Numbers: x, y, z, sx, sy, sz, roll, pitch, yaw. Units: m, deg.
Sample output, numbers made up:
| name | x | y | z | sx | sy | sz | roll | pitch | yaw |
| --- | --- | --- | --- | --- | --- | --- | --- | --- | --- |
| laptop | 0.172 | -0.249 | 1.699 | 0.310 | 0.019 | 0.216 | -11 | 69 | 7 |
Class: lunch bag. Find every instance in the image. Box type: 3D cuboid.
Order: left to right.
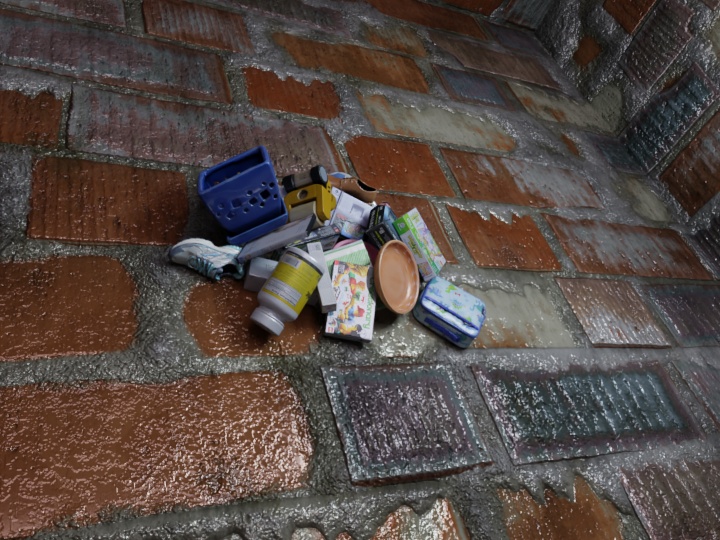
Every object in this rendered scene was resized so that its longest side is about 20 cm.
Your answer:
| name | x | y | z | sx | sy | sz | roll | pitch | yaw |
| --- | --- | --- | --- | --- | --- | --- | --- | --- | --- |
| lunch bag | 0.260 | 0.120 | 1.780 | 0.199 | 0.083 | 0.161 | 33 | 44 | 3 |

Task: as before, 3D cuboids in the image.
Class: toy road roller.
| name | x | y | z | sx | sy | sz | roll | pitch | yaw |
| --- | --- | --- | --- | --- | --- | --- | --- | --- | --- |
| toy road roller | -0.131 | -0.185 | 1.730 | 0.146 | 0.122 | 0.202 | 46 | 35 | -53 |

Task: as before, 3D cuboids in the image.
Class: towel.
| name | x | y | z | sx | sy | sz | roll | pitch | yaw |
| --- | --- | --- | --- | --- | --- | --- | --- | --- | --- |
| towel | -0.024 | 0.028 | 1.668 | 0.151 | 0.023 | 0.202 | -18 | 77 | -20 |

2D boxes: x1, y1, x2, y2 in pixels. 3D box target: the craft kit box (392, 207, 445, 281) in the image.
| name | x | y | z | sx | sy | sz | roll | pitch | yaw |
| --- | --- | --- | --- | --- | --- | --- | --- | --- | --- |
| craft kit box | 0.179 | -0.082 | 1.847 | 0.198 | 0.048 | 0.200 | 57 | 20 | -3 |

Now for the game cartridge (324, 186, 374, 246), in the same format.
| name | x | y | z | sx | sy | sz | roll | pitch | yaw |
| --- | --- | --- | --- | --- | --- | --- | --- | --- | --- |
| game cartridge | -0.022 | -0.151 | 1.850 | 0.199 | 0.038 | 0.131 | 25 | 70 | -18 |

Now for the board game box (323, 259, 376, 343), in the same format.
| name | x | y | z | sx | sy | sz | roll | pitch | yaw |
| --- | --- | --- | --- | --- | --- | --- | --- | --- | --- |
| board game box | -0.023 | 0.081 | 1.619 | 0.125 | 0.035 | 0.202 | 11 | 69 | -12 |

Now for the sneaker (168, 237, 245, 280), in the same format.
| name | x | y | z | sx | sy | sz | roll | pitch | yaw |
| --- | --- | --- | --- | --- | --- | --- | --- | --- | --- |
| sneaker | -0.380 | -0.023 | 1.547 | 0.198 | 0.078 | 0.087 | 5 | 51 | -26 |

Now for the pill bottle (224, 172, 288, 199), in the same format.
| name | x | y | z | sx | sy | sz | roll | pitch | yaw |
| --- | --- | --- | --- | --- | --- | --- | --- | --- | --- |
| pill bottle | -0.302 | -0.229 | 1.762 | 0.198 | 0.112 | 0.112 | 19 | 43 | -15 |

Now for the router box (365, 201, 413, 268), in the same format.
| name | x | y | z | sx | sy | sz | roll | pitch | yaw |
| --- | --- | --- | --- | --- | --- | --- | --- | --- | --- |
| router box | 0.098 | -0.084 | 1.804 | 0.201 | 0.062 | 0.150 | 53 | 23 | -22 |

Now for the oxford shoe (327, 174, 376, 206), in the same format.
| name | x | y | z | sx | sy | sz | roll | pitch | yaw |
| --- | --- | --- | --- | --- | --- | --- | --- | --- | --- |
| oxford shoe | -0.043 | -0.264 | 1.881 | 0.198 | 0.072 | 0.072 | 19 | 42 | -8 |

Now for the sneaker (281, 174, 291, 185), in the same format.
| name | x | y | z | sx | sy | sz | roll | pitch | yaw |
| --- | --- | --- | --- | --- | --- | --- | --- | --- | --- |
| sneaker | -0.154 | -0.228 | 1.879 | 0.200 | 0.112 | 0.073 | 40 | 79 | -31 |

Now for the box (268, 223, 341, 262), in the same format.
| name | x | y | z | sx | sy | sz | roll | pitch | yaw |
| --- | --- | --- | --- | --- | --- | --- | --- | --- | --- |
| box | -0.153 | -0.062 | 1.688 | 0.199 | 0.110 | 0.035 | -19 | 63 | -41 |

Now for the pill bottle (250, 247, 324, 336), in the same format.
| name | x | y | z | sx | sy | sz | roll | pitch | yaw |
| --- | --- | --- | --- | --- | --- | --- | --- | --- | --- |
| pill bottle | -0.182 | 0.053 | 1.501 | 0.111 | 0.111 | 0.201 | 32 | 76 | 1 |

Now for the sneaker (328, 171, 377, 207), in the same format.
| name | x | y | z | sx | sy | sz | roll | pitch | yaw |
| --- | --- | --- | --- | --- | --- | --- | --- | --- | --- |
| sneaker | -0.034 | -0.240 | 1.954 | 0.200 | 0.076 | 0.077 | 40 | 38 | 12 |

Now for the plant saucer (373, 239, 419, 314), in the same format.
| name | x | y | z | sx | sy | sz | roll | pitch | yaw |
| --- | --- | --- | --- | --- | --- | --- | --- | --- | --- |
| plant saucer | 0.094 | 0.019 | 1.675 | 0.199 | 0.037 | 0.202 | 17 | 69 | -52 |

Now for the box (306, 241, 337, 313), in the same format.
| name | x | y | z | sx | sy | sz | roll | pitch | yaw |
| --- | --- | --- | --- | --- | --- | --- | --- | --- | --- |
| box | -0.102 | 0.016 | 1.596 | 0.041 | 0.039 | 0.201 | -10 | 56 | -12 |

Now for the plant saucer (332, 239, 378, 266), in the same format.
| name | x | y | z | sx | sy | sz | roll | pitch | yaw |
| --- | --- | --- | --- | --- | --- | --- | --- | --- | --- |
| plant saucer | 0.000 | 0.000 | 1.764 | 0.199 | 0.051 | 0.202 | 17 | 44 | -17 |

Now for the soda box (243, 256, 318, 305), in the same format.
| name | x | y | z | sx | sy | sz | roll | pitch | yaw |
| --- | --- | --- | --- | --- | --- | --- | --- | --- | --- |
| soda box | -0.201 | 0.028 | 1.610 | 0.198 | 0.064 | 0.069 | 14 | 46 | -17 |

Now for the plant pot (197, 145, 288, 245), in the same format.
| name | x | y | z | sx | sy | sz | roll | pitch | yaw |
| --- | --- | --- | --- | --- | --- | --- | --- | --- | --- |
| plant pot | -0.300 | -0.192 | 1.616 | 0.198 | 0.181 | 0.200 | -25 | 26 | -3 |

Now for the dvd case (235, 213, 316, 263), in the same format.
| name | x | y | z | sx | sy | sz | roll | pitch | yaw |
| --- | --- | --- | --- | --- | --- | --- | --- | --- | --- |
| dvd case | -0.212 | -0.084 | 1.567 | 0.143 | 0.198 | 0.018 | -81 | 148 | -66 |
